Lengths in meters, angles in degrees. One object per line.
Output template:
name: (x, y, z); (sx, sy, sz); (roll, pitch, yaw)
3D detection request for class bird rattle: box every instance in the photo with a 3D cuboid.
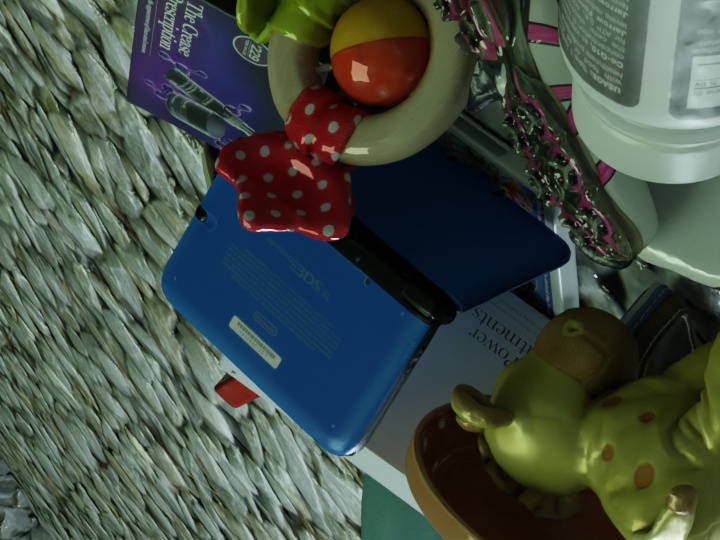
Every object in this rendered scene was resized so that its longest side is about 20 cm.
bird rattle: (-0.011, -0.118, 1.118); (0.113, 0.163, 0.200); (35, -133, -58)

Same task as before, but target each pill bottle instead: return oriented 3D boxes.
pill bottle: (0.146, -0.135, 0.852); (0.114, 0.114, 0.200); (43, 157, 27)

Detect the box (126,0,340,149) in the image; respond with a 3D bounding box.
box: (-0.080, -0.155, 1.316); (0.141, 0.079, 0.200); (26, 157, 1)

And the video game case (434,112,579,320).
video game case: (0.072, -0.053, 1.294); (0.200, 0.018, 0.143); (40, 155, 35)

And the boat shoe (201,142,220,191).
boat shoe: (-0.087, -0.053, 1.451); (0.200, 0.072, 0.076); (-87, -1, -61)

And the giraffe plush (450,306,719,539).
giraffe plush: (0.145, 0.088, 1.054); (0.162, 0.200, 0.173); (23, 149, 29)

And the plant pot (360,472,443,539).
plant pot: (0.082, 0.148, 1.379); (0.200, 0.200, 0.135); (97, 154, -62)

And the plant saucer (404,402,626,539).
plant saucer: (0.118, 0.144, 1.100); (0.200, 0.200, 0.032); (40, 119, 34)

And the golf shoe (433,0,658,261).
golf shoe: (0.112, -0.104, 0.985); (0.200, 0.092, 0.073); (64, 168, 1)

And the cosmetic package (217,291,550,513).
cosmetic package: (0.030, 0.058, 1.265); (0.200, 0.151, 0.052); (35, 160, 2)

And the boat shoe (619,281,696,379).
boat shoe: (0.192, 0.079, 1.177); (0.072, 0.072, 0.200); (34, 160, 25)

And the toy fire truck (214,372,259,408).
toy fire truck: (-0.030, 0.032, 1.406); (0.112, 0.168, 0.200); (43, 164, -6)

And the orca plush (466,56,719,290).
orca plush: (0.147, -0.055, 1.044); (0.200, 0.105, 0.071); (26, -174, 26)

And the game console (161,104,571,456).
game console: (0.000, 0.000, 1.215); (0.200, 0.171, 0.118); (41, -163, 34)
